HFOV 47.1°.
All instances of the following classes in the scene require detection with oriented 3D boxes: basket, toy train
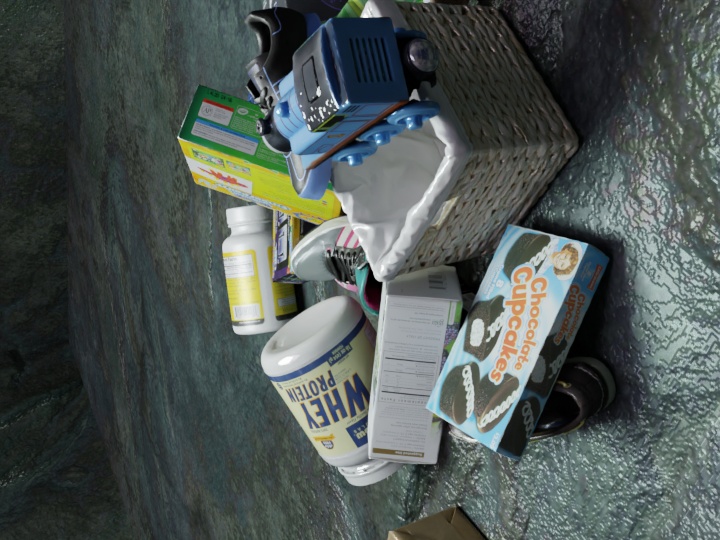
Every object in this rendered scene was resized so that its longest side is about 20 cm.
[{"bbox_3d":[0.074,-0.132,0.823,0.202,0.159,0.199,64,147,26],"label":"basket"},{"bbox_3d":[-0.016,-0.146,0.705,0.199,0.113,0.088,-20,79,60],"label":"toy train"}]

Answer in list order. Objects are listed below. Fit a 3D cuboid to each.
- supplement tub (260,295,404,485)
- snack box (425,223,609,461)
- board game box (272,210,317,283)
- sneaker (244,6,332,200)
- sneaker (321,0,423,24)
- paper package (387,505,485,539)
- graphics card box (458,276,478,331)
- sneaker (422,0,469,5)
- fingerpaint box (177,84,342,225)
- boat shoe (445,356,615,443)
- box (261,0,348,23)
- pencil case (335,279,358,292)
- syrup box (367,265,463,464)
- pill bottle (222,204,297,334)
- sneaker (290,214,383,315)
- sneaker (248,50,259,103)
[{"bbox_3d":[-0.018,0.150,1.035,0.202,0.145,0.144,58,154,-14],"label":"supplement tub"},{"bbox_3d":[0.145,0.062,0.780,0.116,0.037,0.203,21,86,59],"label":"snack box"},{"bbox_3d":[-0.085,-0.088,1.166,0.165,0.056,0.204,163,108,-75],"label":"board game box"},{"bbox_3d":[-0.078,-0.172,0.852,0.070,0.077,0.204,156,110,-63],"label":"sneaker"},{"bbox_3d":[0.010,-0.275,0.921,0.074,0.197,0.085,50,-150,-59],"label":"sneaker"},{"bbox_3d":[0.108,0.423,0.982,0.190,0.102,0.203,41,131,48],"label":"paper package"},{"bbox_3d":[0.096,0.070,0.957,0.200,0.050,0.127,41,132,48],"label":"graphics card box"},{"bbox_3d":[0.068,-0.359,0.860,0.108,0.069,0.204,9,99,55],"label":"sneaker"},{"bbox_3d":[-0.106,-0.131,0.998,0.167,0.197,0.074,108,-179,-77],"label":"fingerpaint box"},{"bbox_3d":[0.151,0.134,0.813,0.200,0.060,0.073,-27,87,45],"label":"boat shoe"},{"bbox_3d":[-0.041,-0.268,1.021,0.106,0.120,0.204,161,99,-70],"label":"box"},{"bbox_3d":[0.021,-0.063,1.025,0.086,0.083,0.201,28,134,6],"label":"pencil case"},{"bbox_3d":[0.055,0.100,0.883,0.079,0.080,0.203,-87,1,-65],"label":"syrup box"},{"bbox_3d":[-0.166,-0.004,1.348,0.111,0.110,0.204,-1,97,61],"label":"pill bottle"},{"bbox_3d":[0.000,0.000,0.942,0.084,0.197,0.122,55,-151,-33],"label":"sneaker"},{"bbox_3d":[-0.101,-0.265,1.126,0.070,0.077,0.204,-2,79,55],"label":"sneaker"}]
